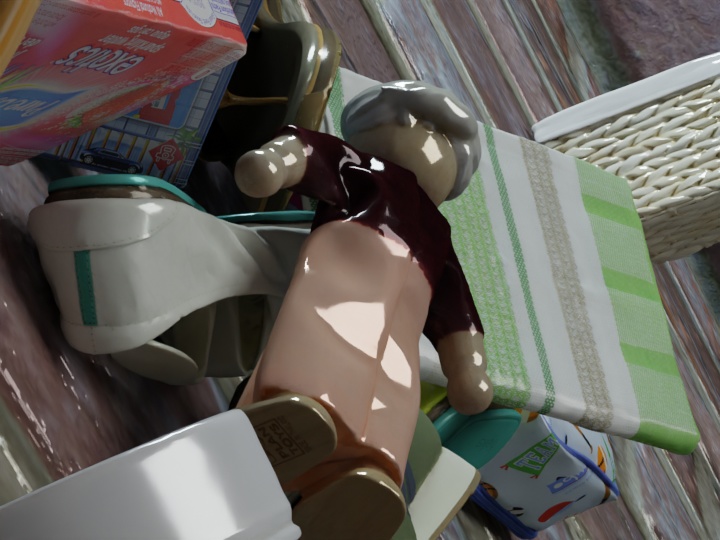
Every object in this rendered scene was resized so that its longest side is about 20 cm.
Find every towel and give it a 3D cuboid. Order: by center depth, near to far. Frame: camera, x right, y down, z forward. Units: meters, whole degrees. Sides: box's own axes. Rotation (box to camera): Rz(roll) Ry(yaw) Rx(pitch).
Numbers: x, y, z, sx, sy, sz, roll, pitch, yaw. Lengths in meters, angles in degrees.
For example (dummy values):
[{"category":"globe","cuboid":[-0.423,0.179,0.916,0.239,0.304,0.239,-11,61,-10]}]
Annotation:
[{"category":"towel","cuboid":[0.055,-0.001,1.090,0.200,0.031,0.149,19,48,-37]}]

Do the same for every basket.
[{"category":"basket","cuboid":[0.267,-0.087,2.184,0.136,0.200,0.123,39,34,-64]}]

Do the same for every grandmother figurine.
[{"category":"grandmother figurine","cuboid":[0.000,0.000,0.866,0.121,0.061,0.200,55,32,-27]}]

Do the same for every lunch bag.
[{"category":"lunch bag","cuboid":[0.063,0.031,1.319,0.160,0.076,0.200,39,29,-60]}]

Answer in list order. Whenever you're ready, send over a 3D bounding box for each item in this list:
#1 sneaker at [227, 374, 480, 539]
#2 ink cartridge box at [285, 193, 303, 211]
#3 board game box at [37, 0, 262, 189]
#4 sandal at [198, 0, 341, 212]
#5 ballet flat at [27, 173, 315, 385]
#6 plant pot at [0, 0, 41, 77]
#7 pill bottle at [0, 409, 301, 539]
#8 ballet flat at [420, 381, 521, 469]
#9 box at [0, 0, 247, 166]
[{"category":"sneaker","cuboid":[-0.018,0.078,0.902,0.090,0.067,0.200,49,17,-1]},{"category":"ink cartridge box","cuboid":[0.035,-0.007,1.161,0.200,0.042,0.119,36,13,-13]},{"category":"board game box","cuboid":[-0.061,-0.169,0.885,0.062,0.200,0.200,14,40,-26]},{"category":"sandal","cuboid":[-0.054,-0.079,1.045,0.054,0.080,0.200,12,18,-19]},{"category":"ballet flat","cuboid":[-0.058,0.008,0.879,0.069,0.069,0.200,67,16,10]},{"category":"plant pot","cuboid":[-0.144,-0.087,0.399,0.200,0.200,0.183,63,-4,-10]},{"category":"pill bottle","cuboid":[-0.028,0.140,0.569,0.200,0.114,0.114,66,11,4]},{"category":"ballet flat","cuboid":[0.022,0.057,1.135,0.067,0.067,0.200,45,6,12]},{"category":"box","cuboid":[-0.114,-0.093,0.723,0.103,0.095,0.200,65,12,3]}]
